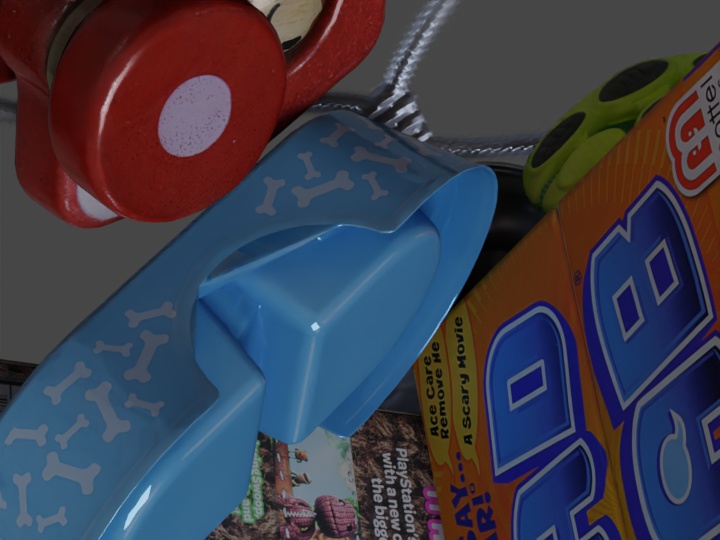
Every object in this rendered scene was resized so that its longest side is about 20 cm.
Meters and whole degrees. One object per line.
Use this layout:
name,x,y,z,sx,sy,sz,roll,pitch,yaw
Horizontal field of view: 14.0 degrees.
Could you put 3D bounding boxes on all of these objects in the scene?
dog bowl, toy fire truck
dog bowl,-0.039,0.029,0.851,0.200,0.049,0.112,-43,160,-30
toy fire truck,-0.035,-0.113,0.809,0.167,0.112,0.201,-20,129,-33

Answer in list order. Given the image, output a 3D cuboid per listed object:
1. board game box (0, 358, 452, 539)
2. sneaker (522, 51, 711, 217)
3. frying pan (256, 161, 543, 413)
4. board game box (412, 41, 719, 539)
board game box,-0.048,0.129,0.921,0.199,0.160,0.097,9,146,-24
sneaker,0.151,-0.030,0.949,0.199,0.074,0.084,-10,123,-14
frying pan,0.015,-0.008,0.947,0.115,0.031,0.190,-31,132,2
board game box,0.160,0.075,0.876,0.199,0.201,0.200,5,149,-27
